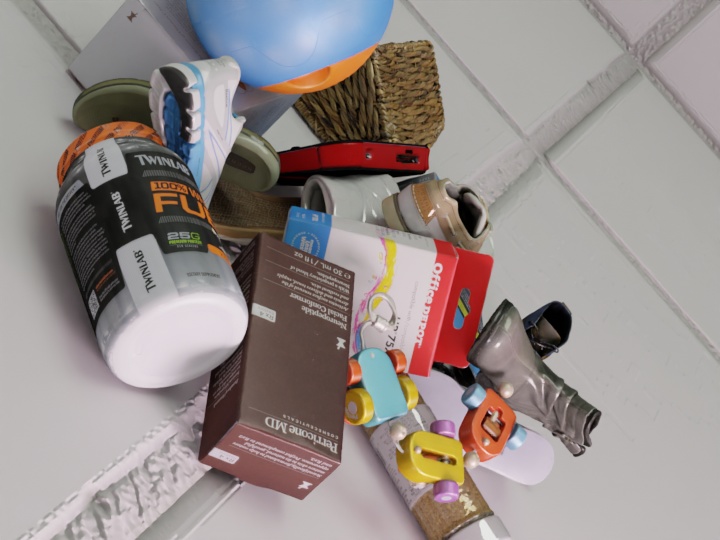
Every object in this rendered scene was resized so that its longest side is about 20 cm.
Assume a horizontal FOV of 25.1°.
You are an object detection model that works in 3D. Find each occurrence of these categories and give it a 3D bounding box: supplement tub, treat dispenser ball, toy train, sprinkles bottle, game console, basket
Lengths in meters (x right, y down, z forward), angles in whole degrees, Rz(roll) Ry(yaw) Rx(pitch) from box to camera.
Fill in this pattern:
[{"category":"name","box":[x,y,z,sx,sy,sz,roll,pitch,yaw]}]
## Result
[{"category":"supplement tub","box":[-0.175,-0.017,1.310,0.122,0.122,0.201,19,37,-48]},{"category":"treat dispenser ball","box":[-0.066,-0.268,1.515,0.200,0.201,0.202,37,25,-21]},{"category":"toy train","box":[0.052,0.121,1.422,0.200,0.055,0.151,42,46,-17]},{"category":"sprinkles bottle","box":[0.060,0.182,1.476,0.068,0.068,0.201,6,47,-57]},{"category":"game console","box":[-0.039,-0.108,1.640,0.199,0.175,0.032,-2,89,-60]},{"category":"basket","box":[0.001,-0.198,1.965,0.200,0.147,0.145,-23,105,-65]}]

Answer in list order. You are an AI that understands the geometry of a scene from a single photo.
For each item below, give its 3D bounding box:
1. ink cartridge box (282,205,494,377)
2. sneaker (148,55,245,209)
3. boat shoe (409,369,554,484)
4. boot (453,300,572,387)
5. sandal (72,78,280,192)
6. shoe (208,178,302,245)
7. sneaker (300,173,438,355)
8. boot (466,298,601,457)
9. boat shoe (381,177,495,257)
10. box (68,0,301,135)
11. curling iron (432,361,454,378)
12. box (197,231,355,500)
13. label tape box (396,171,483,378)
[{"category":"ink cartridge box","box":[0.018,0.023,1.476,0.197,0.118,0.067,13,11,-3]},{"category":"sneaker","box":[-0.139,-0.102,1.416,0.086,0.201,0.075,-28,58,-37]},{"category":"boat shoe","box":[0.099,0.153,1.604,0.199,0.074,0.065,34,-3,-19]},{"category":"boot","box":[0.169,0.083,1.775,0.075,0.097,0.200,49,23,5]},{"category":"sandal","box":[-0.170,-0.116,1.471,0.199,0.080,0.058,21,56,1]},{"category":"shoe","box":[-0.116,-0.049,1.552,0.198,0.053,0.071,14,53,-34]},{"category":"sneaker","box":[0.000,0.000,1.544,0.115,0.074,0.202,1,63,-41]},{"category":"boot","box":[0.172,0.104,1.515,0.130,0.068,0.200,33,-13,18]},{"category":"boat shoe","box":[0.095,-0.042,1.577,0.199,0.068,0.076,16,50,-63]},{"category":"box","box":[-0.168,-0.192,1.610,0.153,0.106,0.200,50,23,4]},{"category":"curling iron","box":[0.119,0.153,1.658,0.200,0.049,0.026,46,56,-16]},{"category":"box","box":[-0.067,0.077,1.340,0.099,0.075,0.202,23,48,-22]},{"category":"label tape box","box":[0.080,0.022,1.687,0.144,0.065,0.202,58,24,-49]}]
